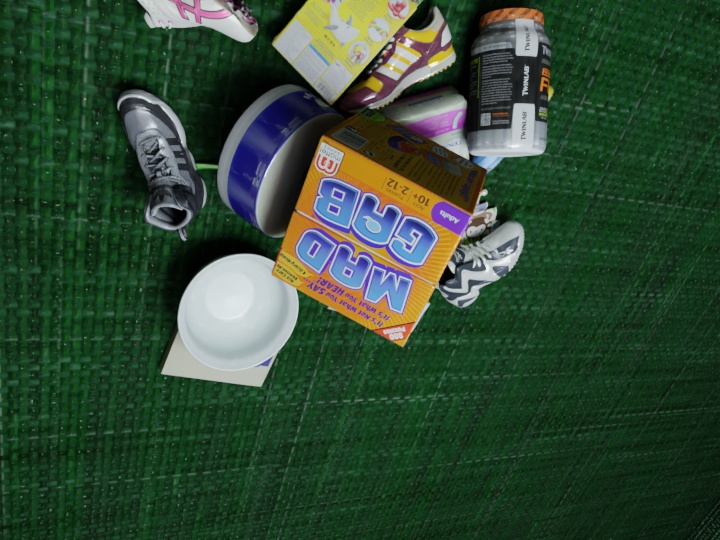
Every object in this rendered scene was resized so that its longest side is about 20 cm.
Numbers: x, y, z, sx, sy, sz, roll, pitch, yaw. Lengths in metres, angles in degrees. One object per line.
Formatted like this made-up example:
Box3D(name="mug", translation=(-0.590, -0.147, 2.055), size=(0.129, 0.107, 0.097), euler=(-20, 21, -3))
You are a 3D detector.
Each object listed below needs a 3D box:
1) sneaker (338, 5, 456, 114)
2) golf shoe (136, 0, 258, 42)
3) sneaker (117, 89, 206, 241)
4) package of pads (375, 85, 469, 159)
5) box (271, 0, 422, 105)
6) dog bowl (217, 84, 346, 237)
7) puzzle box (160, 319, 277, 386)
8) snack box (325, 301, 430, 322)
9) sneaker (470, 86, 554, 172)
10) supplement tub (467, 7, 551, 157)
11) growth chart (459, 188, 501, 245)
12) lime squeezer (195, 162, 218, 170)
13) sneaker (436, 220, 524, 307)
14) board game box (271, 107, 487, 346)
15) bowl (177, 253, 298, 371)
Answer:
Box3D(name="sneaker", translation=(0.043, -0.309, 0.876), size=(0.198, 0.075, 0.091), euler=(-33, 122, -8))
Box3D(name="golf shoe", translation=(-0.223, -0.335, 0.735), size=(0.198, 0.073, 0.093), euler=(26, 116, -25))
Box3D(name="sneaker", translation=(-0.270, -0.137, 0.811), size=(0.074, 0.115, 0.202), euler=(-15, 131, 5))
Box3D(name="package of pads", translation=(0.105, -0.188, 0.984), size=(0.152, 0.069, 0.203), euler=(-17, 129, -11))
Box3D(name="box", translation=(-0.014, -0.343, 0.812), size=(0.117, 0.048, 0.200), euler=(43, 103, -14))
Box3D(name="dog bowl", translation=(-0.103, -0.151, 0.845), size=(0.200, 0.078, 0.201), euler=(-46, 159, -23))
Box3D(name="puzzle box", translation=(-0.246, 0.143, 1.080), size=(0.197, 0.026, 0.135), euler=(15, 115, -32))
Box3D(name="snack box", translation=(0.000, 0.000, 0.979), size=(0.166, 0.201, 0.068), euler=(19, 116, -31))
Box3D(name="sneaker", translation=(0.235, -0.252, 1.008), size=(0.078, 0.066, 0.201), euler=(31, 108, -21))
Box3D(name="supplement tub", translation=(0.225, -0.279, 0.906), size=(0.120, 0.122, 0.205), euler=(-3, 98, -22))
Box3D(name="growth chart", translation=(0.211, -0.065, 1.151), size=(0.143, 0.018, 0.202), euler=(-28, 130, -6))
Box3D(name="lime squeezer", translation=(-0.151, -0.181, 0.901), size=(0.198, 0.038, 0.071), euler=(-31, 98, -1))
Box3D(name="sneaker", translation=(0.209, -0.027, 1.111), size=(0.199, 0.080, 0.129), euler=(-43, 140, 21))
Box3D(name="board game box", translation=(0.032, -0.068, 0.802), size=(0.197, 0.200, 0.202), euler=(27, 118, 4))
Box3D(name="bowl", translation=(-0.209, 0.055, 0.982), size=(0.198, 0.090, 0.205), euler=(-11, 115, -24))
